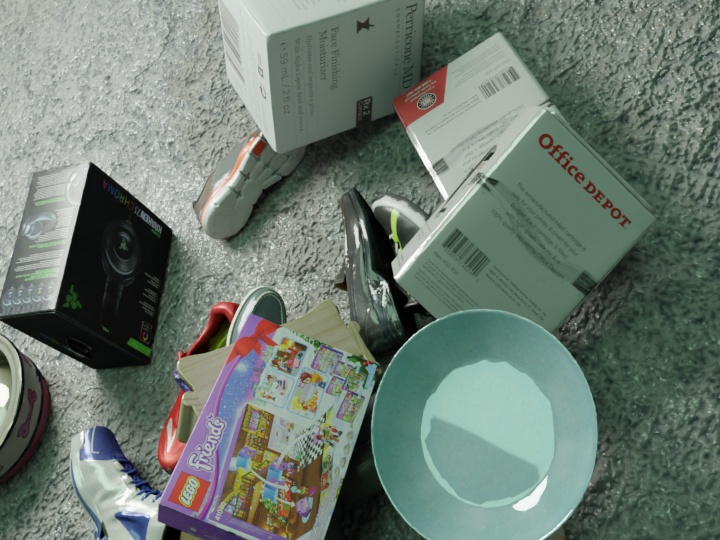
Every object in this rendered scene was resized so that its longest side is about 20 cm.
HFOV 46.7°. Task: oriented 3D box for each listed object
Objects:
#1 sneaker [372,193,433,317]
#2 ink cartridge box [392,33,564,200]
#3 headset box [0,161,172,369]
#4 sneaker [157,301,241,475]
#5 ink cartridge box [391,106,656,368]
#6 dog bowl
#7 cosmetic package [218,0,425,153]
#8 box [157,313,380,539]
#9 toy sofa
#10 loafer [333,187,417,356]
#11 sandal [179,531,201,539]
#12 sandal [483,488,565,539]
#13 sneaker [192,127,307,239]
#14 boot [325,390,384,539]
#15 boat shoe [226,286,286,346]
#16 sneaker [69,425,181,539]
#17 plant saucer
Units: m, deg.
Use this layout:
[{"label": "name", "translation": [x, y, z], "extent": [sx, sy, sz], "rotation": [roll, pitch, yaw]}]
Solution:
[{"label": "sneaker", "translation": [0.066, 0.001, 0.868], "extent": [0.083, 0.072, 0.200], "rotation": [-43, 63, -5]}, {"label": "ink cartridge box", "translation": [0.142, -0.130, 0.894], "extent": [0.145, 0.083, 0.202], "rotation": [-30, 57, 8]}, {"label": "headset box", "translation": [-0.325, 0.006, 1.003], "extent": [0.091, 0.174, 0.204], "rotation": [-6, 62, 22]}, {"label": "sneaker", "translation": [-0.182, 0.125, 0.929], "extent": [0.076, 0.085, 0.203], "rotation": [13, 71, 31]}, {"label": "ink cartridge box", "translation": [0.145, -0.027, 0.767], "extent": [0.146, 0.083, 0.201], "rotation": [41, 98, -7]}, {"label": "dog bowl", "translation": [-0.479, 0.183, 1.049], "extent": [0.196, 0.074, 0.204], "rotation": [-10, 62, 20]}, {"label": "cosmetic package", "translation": [-0.048, -0.276, 0.979], "extent": [0.197, 0.167, 0.166], "rotation": [-22, 54, -17]}, {"label": "box", "translation": [-0.073, 0.146, 0.726], "extent": [0.134, 0.039, 0.202], "rotation": [21, 50, 1]}, {"label": "toy sofa", "translation": [-0.085, 0.116, 0.826], "extent": [0.197, 0.083, 0.098], "rotation": [-22, 63, -29]}, {"label": "loafer", "translation": [0.000, 0.000, 0.916], "extent": [0.071, 0.073, 0.203], "rotation": [-25, 56, 17]}, {"label": "sandal", "translation": [-0.145, 0.308, 0.839], "extent": [0.077, 0.069, 0.216], "rotation": [21, 96, 54]}, {"label": "sandal", "translation": [0.144, 0.212, 0.735], "extent": [0.058, 0.079, 0.210], "rotation": [-25, 55, 14]}, {"label": "sneaker", "translation": [-0.146, -0.138, 1.053], "extent": [0.201, 0.077, 0.082], "rotation": [-49, 49, -5]}, {"label": "boot", "translation": [0.013, 0.198, 0.772], "extent": [0.196, 0.073, 0.183], "rotation": [-17, 55, -22]}, {"label": "boat shoe", "translation": [-0.109, 0.115, 0.898], "extent": [0.061, 0.072, 0.204], "rotation": [-11, 64, 56]}, {"label": "sneaker", "translation": [-0.233, 0.256, 0.900], "extent": [0.114, 0.081, 0.202], "rotation": [-27, 64, 6]}, {"label": "plant saucer", "translation": [0.105, 0.137, 0.715], "extent": [0.197, 0.039, 0.206], "rotation": [-6, 76, 23]}]
